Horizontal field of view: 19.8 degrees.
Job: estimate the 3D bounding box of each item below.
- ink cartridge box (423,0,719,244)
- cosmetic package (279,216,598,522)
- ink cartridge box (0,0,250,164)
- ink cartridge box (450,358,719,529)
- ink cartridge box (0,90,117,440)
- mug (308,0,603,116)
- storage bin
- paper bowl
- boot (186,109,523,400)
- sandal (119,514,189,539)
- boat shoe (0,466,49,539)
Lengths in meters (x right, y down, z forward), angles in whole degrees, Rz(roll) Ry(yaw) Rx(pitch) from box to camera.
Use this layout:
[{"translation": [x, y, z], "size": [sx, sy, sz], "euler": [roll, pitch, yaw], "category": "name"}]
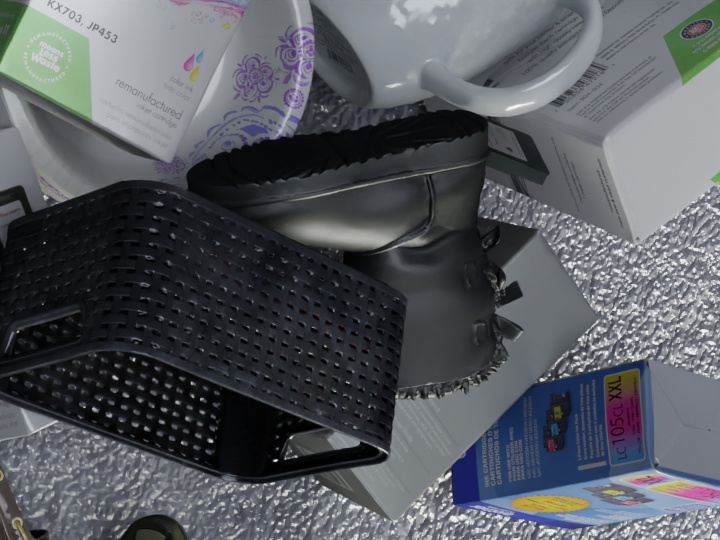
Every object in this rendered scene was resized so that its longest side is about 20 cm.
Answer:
[{"translation": [0.153, -0.115, 1.321], "size": [0.145, 0.200, 0.084], "euler": [-37, 125, -19], "category": "ink cartridge box"}, {"translation": [0.045, 0.059, 1.349], "size": [0.200, 0.107, 0.090], "euler": [-46, 115, -16], "category": "cosmetic package"}, {"translation": [-0.118, -0.174, 1.121], "size": [0.117, 0.067, 0.201], "euler": [27, 85, -29], "category": "ink cartridge box"}, {"translation": [0.152, 0.122, 1.378], "size": [0.136, 0.199, 0.077], "euler": [17, 67, -43], "category": "ink cartridge box"}, {"translation": [-0.224, -0.006, 1.158], "size": [0.068, 0.116, 0.201], "euler": [-25, 96, -41], "category": "ink cartridge box"}, {"translation": [0.060, -0.172, 1.271], "size": [0.175, 0.200, 0.148], "euler": [-39, 151, -15], "category": "mug"}, {"translation": [-0.086, 0.038, 1.100], "size": [0.200, 0.135, 0.094], "euler": [26, 62, -38], "category": "storage bin"}, {"translation": [-0.136, -0.132, 1.218], "size": [0.200, 0.104, 0.202], "euler": [-5, 101, -28], "category": "paper bowl"}, {"translation": [-0.001, 0.000, 1.219], "size": [0.197, 0.073, 0.163], "euler": [-12, 114, -20], "category": "boot"}, {"translation": [-0.099, 0.234, 1.299], "size": [0.057, 0.080, 0.202], "euler": [-39, 122, -36], "category": "sandal"}, {"translation": [-0.214, 0.170, 1.244], "size": [0.059, 0.072, 0.201], "euler": [-33, 104, -20], "category": "boat shoe"}]
